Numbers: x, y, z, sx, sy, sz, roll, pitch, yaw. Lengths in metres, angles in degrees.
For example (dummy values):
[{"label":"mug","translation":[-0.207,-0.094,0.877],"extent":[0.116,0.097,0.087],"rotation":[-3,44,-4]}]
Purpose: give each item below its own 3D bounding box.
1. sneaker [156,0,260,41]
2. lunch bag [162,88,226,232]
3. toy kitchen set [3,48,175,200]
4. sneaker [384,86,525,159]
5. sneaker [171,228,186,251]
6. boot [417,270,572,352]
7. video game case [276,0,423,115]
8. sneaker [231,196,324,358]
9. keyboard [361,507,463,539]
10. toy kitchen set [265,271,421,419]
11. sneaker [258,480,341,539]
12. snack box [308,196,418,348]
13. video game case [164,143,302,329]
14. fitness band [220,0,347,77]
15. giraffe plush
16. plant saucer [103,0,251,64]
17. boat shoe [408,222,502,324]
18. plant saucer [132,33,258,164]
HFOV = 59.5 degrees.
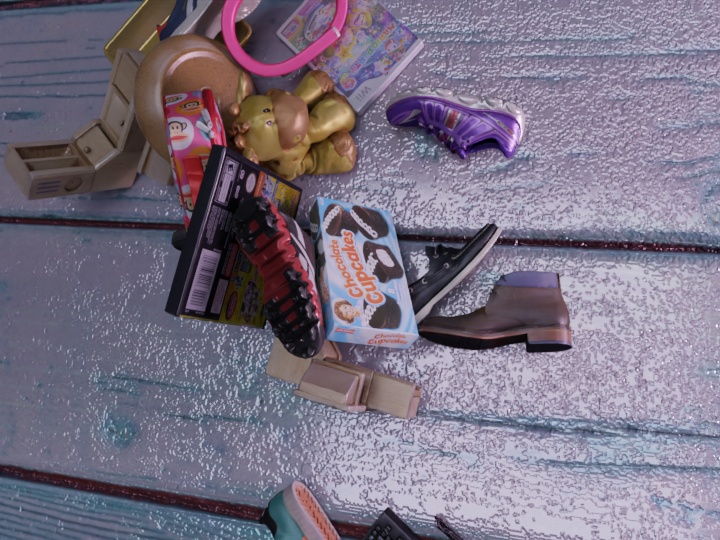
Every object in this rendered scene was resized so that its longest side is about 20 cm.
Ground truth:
[{"label":"sneaker","translation":[-0.230,-0.407,0.952],"extent":[0.199,0.075,0.085],"rotation":[-40,66,1]},{"label":"lunch bag","translation":[-0.208,-0.121,0.826],"extent":[0.080,0.204,0.177],"rotation":[-10,34,-11]},{"label":"toy kitchen set","translation":[-0.374,-0.185,0.910],"extent":[0.164,0.179,0.201],"rotation":[48,126,18]},{"label":"sneaker","translation":[0.125,-0.199,0.869],"extent":[0.195,0.080,0.086],"rotation":[12,89,16]},{"label":"sneaker","translation":[-0.197,0.001,0.928],"extent":[0.194,0.060,0.107],"rotation":[6,79,13]},{"label":"boot","translation":[0.173,0.051,0.821],"extent":[0.194,0.075,0.099],"rotation":[3,71,5]},{"label":"video game case","translation":[-0.019,-0.353,0.963],"extent":[0.143,0.018,0.200],"rotation":[-45,73,3]},{"label":"sneaker","translation":[-0.082,0.008,0.759],"extent":[0.070,0.097,0.204],"rotation":[-30,73,21]},{"label":"keyboard","translation":[0.097,0.387,0.804],"extent":[0.199,0.021,0.128],"rotation":[40,92,17]},{"label":"toy kitchen set","translation":[-0.014,0.077,0.804],"extent":[0.195,0.163,0.185],"rotation":[14,84,16]},{"label":"sneaker","translation":[-0.061,0.385,0.825],"extent":[0.080,0.071,0.202],"rotation":[-39,68,10]},{"label":"snack box","translation":[0.000,0.000,0.804],"extent":[0.114,0.037,0.204],"rotation":[9,50,-24]},{"label":"video game case","translation":[-0.153,-0.033,0.803],"extent":[0.025,0.180,0.205],"rotation":[14,87,27]},{"label":"fitness band","translation":[-0.110,-0.374,0.921],"extent":[0.198,0.037,0.145],"rotation":[-35,110,1]},{"label":"giraffe plush","translation":[-0.114,-0.199,0.880],"extent":[0.199,0.162,0.174],"rotation":[-38,76,9]},{"label":"plant saucer","translation":[-0.290,-0.362,1.022],"extent":[0.200,0.048,0.200],"rotation":[-46,73,4]},{"label":"boat shoe","translation":[0.102,-0.001,0.841],"extent":[0.066,0.074,0.200],"rotation":[45,103,6]},{"label":"plant saucer","translation":[-0.227,-0.244,0.918],"extent":[0.035,0.197,0.206],"rotation":[1,78,55]}]
